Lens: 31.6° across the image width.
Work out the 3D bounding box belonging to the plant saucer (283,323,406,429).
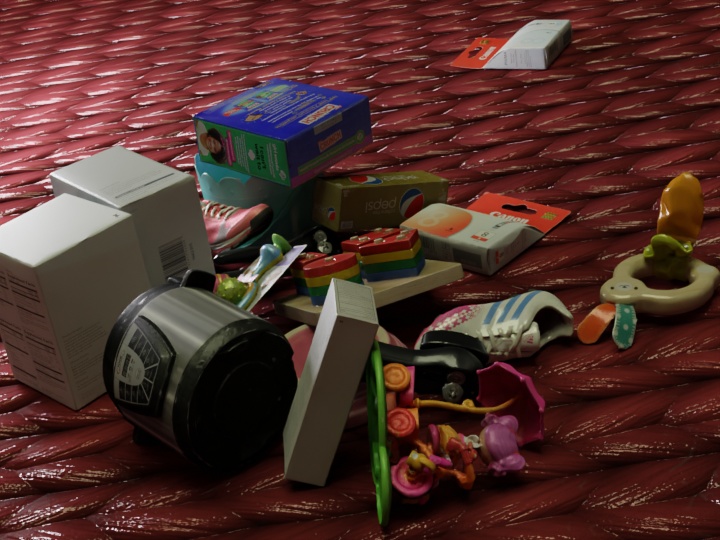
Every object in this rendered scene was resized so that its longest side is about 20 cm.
[{"bbox_3d":[-0.035,0.115,1.506,0.197,0.052,0.201,-9,27,4],"label":"plant saucer"}]

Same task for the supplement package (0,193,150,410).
[{"bbox_3d":[-0.365,0.035,1.605,0.149,0.203,0.151,17,37,41],"label":"supplement package"}]

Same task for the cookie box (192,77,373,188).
[{"bbox_3d":[-0.110,-0.199,1.801,0.198,0.076,0.170,18,38,41],"label":"cookie box"}]

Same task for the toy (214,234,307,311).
[{"bbox_3d":[-0.166,0.024,1.635,0.200,0.047,0.115,-45,20,-25],"label":"toy"}]

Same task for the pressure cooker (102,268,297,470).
[{"bbox_3d":[-0.190,0.112,1.424,0.199,0.180,0.175,24,53,41],"label":"pressure cooker"}]

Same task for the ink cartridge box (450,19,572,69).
[{"bbox_3d":[0.288,-0.435,2.438,0.197,0.048,0.160,7,32,26],"label":"ink cartridge box"}]

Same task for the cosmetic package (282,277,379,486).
[{"bbox_3d":[-0.033,0.118,1.336,0.050,0.202,0.083,14,25,-10],"label":"cosmetic package"}]

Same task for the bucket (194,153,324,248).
[{"bbox_3d":[-0.143,-0.118,1.890,0.204,0.137,0.208,-8,26,4],"label":"bucket"}]

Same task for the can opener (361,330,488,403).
[{"bbox_3d":[0.047,0.107,1.419,0.196,0.064,0.079,4,26,-8],"label":"can opener"}]

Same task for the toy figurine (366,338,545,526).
[{"bbox_3d":[0.103,0.163,1.307,0.181,0.151,0.202,-2,49,-4],"label":"toy figurine"}]

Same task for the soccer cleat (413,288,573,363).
[{"bbox_3d":[0.159,0.075,1.491,0.197,0.071,0.086,-20,28,-19],"label":"soccer cleat"}]

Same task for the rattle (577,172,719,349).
[{"bbox_3d":[0.341,-0.008,1.520,0.198,0.144,0.130,-18,46,-28],"label":"rattle"}]

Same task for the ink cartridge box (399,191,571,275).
[{"bbox_3d":[0.177,-0.071,1.786,0.161,0.051,0.199,16,41,40],"label":"ink cartridge box"}]

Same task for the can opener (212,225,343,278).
[{"bbox_3d":[-0.110,-0.014,1.760,0.198,0.064,0.079,-16,-17,-31],"label":"can opener"}]

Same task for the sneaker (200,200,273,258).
[{"bbox_3d":[-0.207,-0.064,1.788,0.199,0.088,0.074,-23,7,40],"label":"sneaker"}]

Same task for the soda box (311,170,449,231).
[{"bbox_3d":[0.030,-0.101,1.814,0.198,0.065,0.067,-6,20,-37],"label":"soda box"}]

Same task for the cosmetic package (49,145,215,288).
[{"bbox_3d":[-0.306,-0.039,1.725,0.122,0.202,0.199,-26,31,-31],"label":"cosmetic package"}]

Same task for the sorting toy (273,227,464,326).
[{"bbox_3d":[0.000,0.000,1.618,0.197,0.071,0.198,-18,9,-18],"label":"sorting toy"}]
